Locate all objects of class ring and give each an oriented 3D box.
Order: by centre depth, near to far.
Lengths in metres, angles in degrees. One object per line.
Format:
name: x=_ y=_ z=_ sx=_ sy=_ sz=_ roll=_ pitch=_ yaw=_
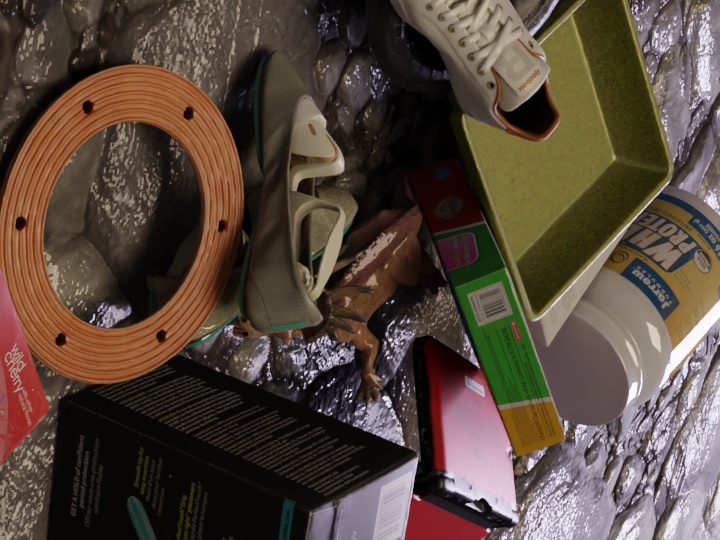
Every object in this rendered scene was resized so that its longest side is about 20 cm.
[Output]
ring: x=-0.150 y=-0.029 z=1.387 sx=0.200 sy=0.019 sz=0.201 roll=-15 pitch=111 yaw=-45

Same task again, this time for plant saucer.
plant saucer: x=0.145 y=-0.098 z=1.691 sx=0.200 sy=0.048 sz=0.200 roll=-44 pitch=130 yaw=-30

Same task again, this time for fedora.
fedora: x=0.061 y=-0.226 z=1.566 sx=0.200 sy=0.092 sz=0.201 roll=-27 pitch=135 yaw=-31

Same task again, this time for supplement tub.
supplement tub: x=0.233 y=0.031 z=1.959 sx=0.200 sy=0.144 sz=0.145 roll=-42 pitch=140 yaw=-40

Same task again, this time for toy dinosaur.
toy dinosaur: x=0.000 y=0.000 z=1.597 sx=0.200 sy=0.086 sz=0.136 roll=-54 pitch=156 yaw=-22

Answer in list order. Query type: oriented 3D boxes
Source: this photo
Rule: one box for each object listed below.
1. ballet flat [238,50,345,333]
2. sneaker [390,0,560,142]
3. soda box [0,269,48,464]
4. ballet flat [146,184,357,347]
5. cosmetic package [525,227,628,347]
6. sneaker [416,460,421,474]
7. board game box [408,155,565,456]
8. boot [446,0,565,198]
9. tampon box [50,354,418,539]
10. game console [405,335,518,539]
ballet flat: x=-0.039 y=-0.053 z=1.475 sx=0.067 sy=0.064 sz=0.201 roll=53 pitch=37 yaw=-63
sneaker: x=0.085 y=-0.162 z=1.492 sx=0.073 sy=0.085 sz=0.200 roll=-46 pitch=137 yaw=-9
soda box: x=-0.241 y=0.025 z=1.259 sx=0.070 sy=0.063 sz=0.200 roll=-49 pitch=143 yaw=-33
ballet flat: x=-0.071 y=-0.021 z=1.514 sx=0.200 sy=0.067 sz=0.062 roll=-42 pitch=127 yaw=-40
cosmetic package: x=0.165 y=-0.049 z=1.861 sx=0.200 sy=0.085 sz=0.108 roll=-53 pitch=147 yaw=-28
sneaker: x=0.023 y=0.239 z=1.829 sx=0.116 sy=0.078 sz=0.200 roll=-46 pitch=131 yaw=-21
board game box: x=0.093 y=0.024 z=1.666 sx=0.040 sy=0.200 sz=0.153 roll=-20 pitch=117 yaw=1
boot: x=0.139 y=-0.138 z=1.775 sx=0.200 sy=0.073 sz=0.156 roll=-40 pitch=138 yaw=-38
tampon box: x=-0.087 y=0.167 z=1.459 sx=0.126 sy=0.200 sz=0.150 roll=-20 pitch=126 yaw=-53
game console: x=0.038 y=0.157 z=1.705 sx=0.200 sy=0.118 sz=0.173 roll=35 pitch=47 yaw=-66
